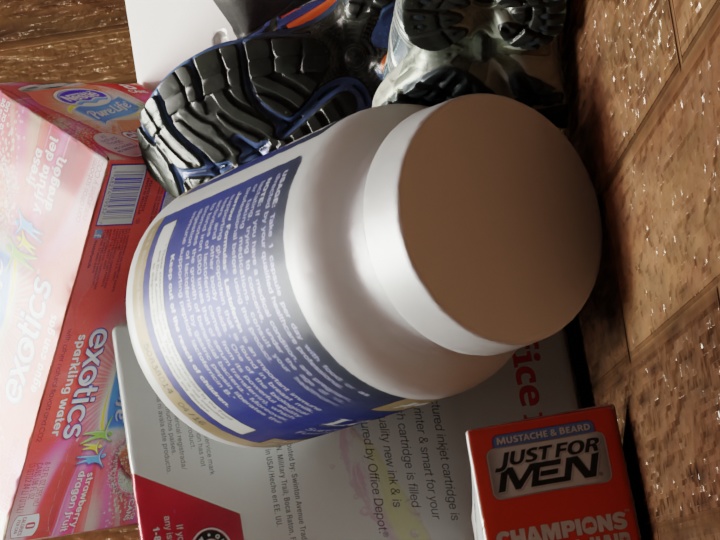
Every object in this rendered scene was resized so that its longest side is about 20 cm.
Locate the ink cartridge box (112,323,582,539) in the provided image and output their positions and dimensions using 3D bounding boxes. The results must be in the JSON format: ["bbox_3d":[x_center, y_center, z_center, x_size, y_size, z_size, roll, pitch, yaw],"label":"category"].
[{"bbox_3d":[0.004,0.095,1.287,0.145,0.199,0.146,76,-175,-70],"label":"ink cartridge box"}]

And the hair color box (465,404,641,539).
[{"bbox_3d":[0.086,0.167,1.102,0.111,0.064,0.201,81,178,-67],"label":"hair color box"}]

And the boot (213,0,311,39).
[{"bbox_3d":[-0.008,-0.151,1.374,0.200,0.070,0.132,-40,-58,-38],"label":"boot"}]

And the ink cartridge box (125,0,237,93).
[{"bbox_3d":[-0.022,-0.100,1.460,0.200,0.084,0.146,-9,-89,-54],"label":"ink cartridge box"}]

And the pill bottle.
[{"bbox_3d":[0.000,0.000,1.127,0.200,0.115,0.116,-21,76,56],"label":"pill bottle"}]

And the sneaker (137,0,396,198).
[{"bbox_3d":[-0.009,-0.089,1.270,0.076,0.199,0.078,62,-163,-4],"label":"sneaker"}]

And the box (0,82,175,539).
[{"bbox_3d":[-0.138,0.018,1.373,0.094,0.102,0.201,32,114,37],"label":"box"}]

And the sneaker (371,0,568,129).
[{"bbox_3d":[0.049,-0.109,1.110,0.200,0.077,0.087,105,169,-69],"label":"sneaker"}]
